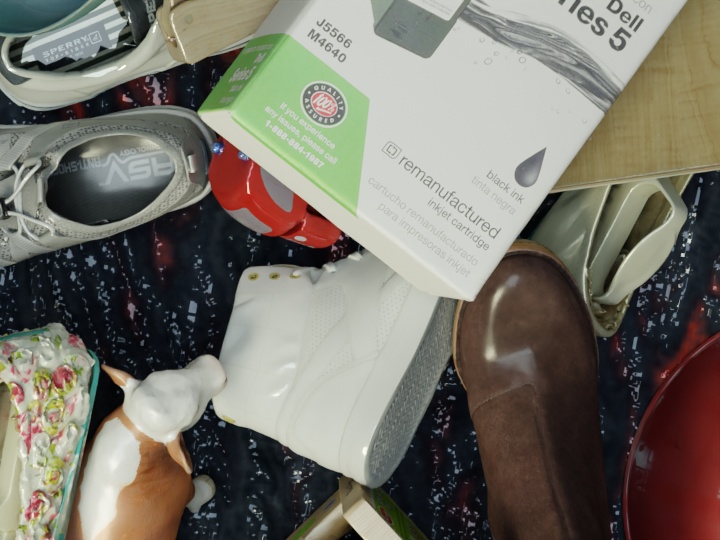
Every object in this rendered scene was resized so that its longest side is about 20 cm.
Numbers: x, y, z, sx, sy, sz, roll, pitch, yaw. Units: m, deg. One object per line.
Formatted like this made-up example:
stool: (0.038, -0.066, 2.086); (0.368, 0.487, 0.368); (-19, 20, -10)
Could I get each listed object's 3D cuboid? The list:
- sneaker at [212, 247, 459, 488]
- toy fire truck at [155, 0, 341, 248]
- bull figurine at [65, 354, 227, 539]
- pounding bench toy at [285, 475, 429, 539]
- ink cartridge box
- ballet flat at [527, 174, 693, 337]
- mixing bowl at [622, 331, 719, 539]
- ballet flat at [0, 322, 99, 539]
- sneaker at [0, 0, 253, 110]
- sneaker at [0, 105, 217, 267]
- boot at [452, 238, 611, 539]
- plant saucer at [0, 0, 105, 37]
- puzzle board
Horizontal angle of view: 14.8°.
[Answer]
sneaker: (0.000, 0.000, 1.383); (0.115, 0.074, 0.200); (20, 67, 25)
toy fire truck: (-0.046, -0.123, 1.335); (0.141, 0.049, 0.201); (18, 89, -30)
bull figurine: (-0.115, 0.128, 1.362); (0.065, 0.121, 0.201); (24, 95, 13)
pounding bench toy: (-0.014, 0.203, 1.335); (0.156, 0.200, 0.124); (-43, 94, 1)
ink cartridge box: (0.044, -0.109, 1.290); (0.145, 0.084, 0.200); (37, 84, -12)
ballet flat: (0.150, -0.056, 1.382); (0.069, 0.069, 0.200); (28, 99, -3)
mixing bowl: (0.236, 0.121, 1.382); (0.199, 0.108, 0.201); (0, 94, -2)
ballet flat: (-0.172, 0.122, 1.309); (0.064, 0.076, 0.201); (10, 86, -33)
sneaker: (-0.090, -0.133, 1.373); (0.200, 0.071, 0.073); (-29, 94, -1)
sneaker: (-0.169, -0.042, 1.373); (0.199, 0.082, 0.075); (-18, 94, 0)
boot: (0.095, 0.103, 1.320); (0.072, 0.167, 0.201); (-9, 118, -4)
plant saucer: (-0.135, -0.206, 1.329); (0.027, 0.200, 0.201); (17, 95, -40)
puzzle board: (0.126, -0.138, 1.363); (0.150, 0.017, 0.201); (-8, 71, 11)
